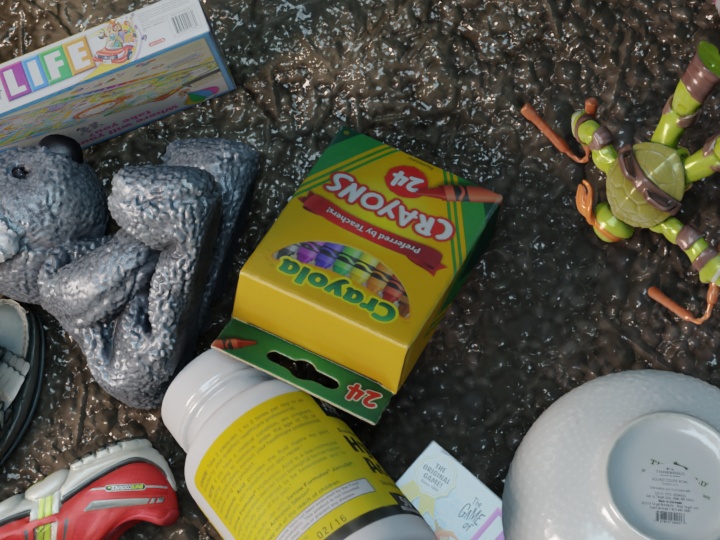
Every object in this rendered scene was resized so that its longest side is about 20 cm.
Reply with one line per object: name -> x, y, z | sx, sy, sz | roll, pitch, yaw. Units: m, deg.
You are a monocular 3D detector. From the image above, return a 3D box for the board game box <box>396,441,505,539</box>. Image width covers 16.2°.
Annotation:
board game box -> 0.080, 0.231, 1.685 | 0.200, 0.034, 0.135 | 40, 83, 12

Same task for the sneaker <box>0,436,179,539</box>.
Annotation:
sneaker -> -0.213, 0.189, 1.710 | 0.199, 0.077, 0.085 | -30, 82, -2

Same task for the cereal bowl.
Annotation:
cereal bowl -> 0.196, 0.151, 1.647 | 0.199, 0.083, 0.201 | 4, 63, -7

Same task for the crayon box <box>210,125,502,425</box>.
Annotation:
crayon box -> 0.000, 0.000, 1.691 | 0.126, 0.051, 0.200 | 24, 47, 9

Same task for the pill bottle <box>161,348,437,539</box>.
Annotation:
pill bottle -> -0.046, 0.142, 1.648 | 0.111, 0.111, 0.200 | -39, 58, -4

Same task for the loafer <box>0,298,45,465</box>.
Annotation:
loafer -> -0.274, 0.110, 1.736 | 0.071, 0.063, 0.201 | 21, 80, 9

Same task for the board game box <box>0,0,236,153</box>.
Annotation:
board game box -> -0.191, -0.123, 1.745 | 0.199, 0.135, 0.034 | -21, 76, 0

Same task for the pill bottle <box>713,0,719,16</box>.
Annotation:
pill bottle -> 0.320, -0.131, 1.711 | 0.113, 0.113, 0.201 | -20, 77, 0

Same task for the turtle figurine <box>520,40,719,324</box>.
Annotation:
turtle figurine -> 0.197, -0.075, 1.700 | 0.200, 0.064, 0.161 | 53, 122, 19

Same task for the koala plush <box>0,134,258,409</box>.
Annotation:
koala plush -> -0.195, -0.016, 1.708 | 0.199, 0.177, 0.185 | 18, 103, 6
